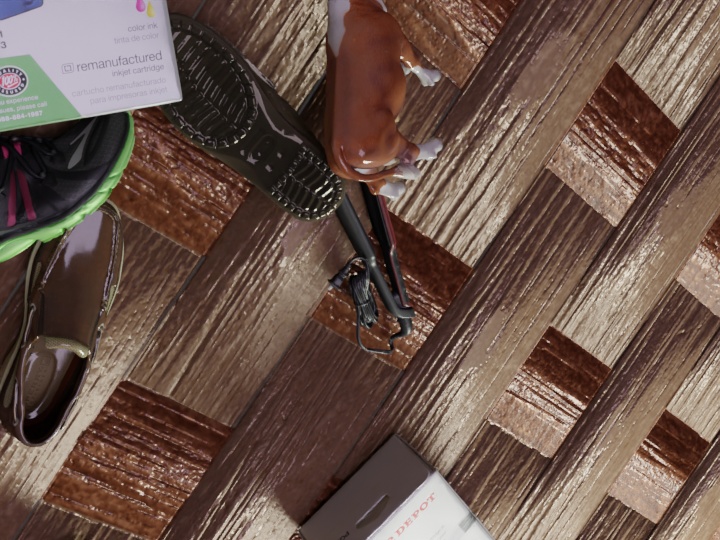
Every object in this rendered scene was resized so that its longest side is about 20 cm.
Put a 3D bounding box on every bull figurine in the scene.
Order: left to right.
[{"bbox_3d":[0.013,-0.157,0.804,0.121,0.065,0.203,24,65,-44],"label":"bull figurine"}]

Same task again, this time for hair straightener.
[{"bbox_3d":[0.000,0.000,0.917,0.076,0.041,0.202,-27,126,-17],"label":"hair straightener"}]

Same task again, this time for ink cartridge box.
[{"bbox_3d":[-0.210,-0.202,0.659,0.144,0.087,0.203,-13,105,-23],"label":"ink cartridge box"},{"bbox_3d":[0.052,0.289,1.035,0.147,0.083,0.201,-42,125,-8],"label":"ink cartridge box"}]

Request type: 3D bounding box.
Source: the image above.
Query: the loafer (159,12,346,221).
[{"bbox_3d":[-0.094,-0.119,0.793,0.076,0.068,0.200,-40,109,7],"label":"loafer"}]

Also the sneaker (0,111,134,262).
[{"bbox_3d":[-0.250,-0.064,0.720,0.199,0.077,0.084,-36,128,-13],"label":"sneaker"}]

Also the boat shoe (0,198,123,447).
[{"bbox_3d":[-0.226,0.043,0.778,0.074,0.075,0.205,12,104,-32],"label":"boat shoe"}]
